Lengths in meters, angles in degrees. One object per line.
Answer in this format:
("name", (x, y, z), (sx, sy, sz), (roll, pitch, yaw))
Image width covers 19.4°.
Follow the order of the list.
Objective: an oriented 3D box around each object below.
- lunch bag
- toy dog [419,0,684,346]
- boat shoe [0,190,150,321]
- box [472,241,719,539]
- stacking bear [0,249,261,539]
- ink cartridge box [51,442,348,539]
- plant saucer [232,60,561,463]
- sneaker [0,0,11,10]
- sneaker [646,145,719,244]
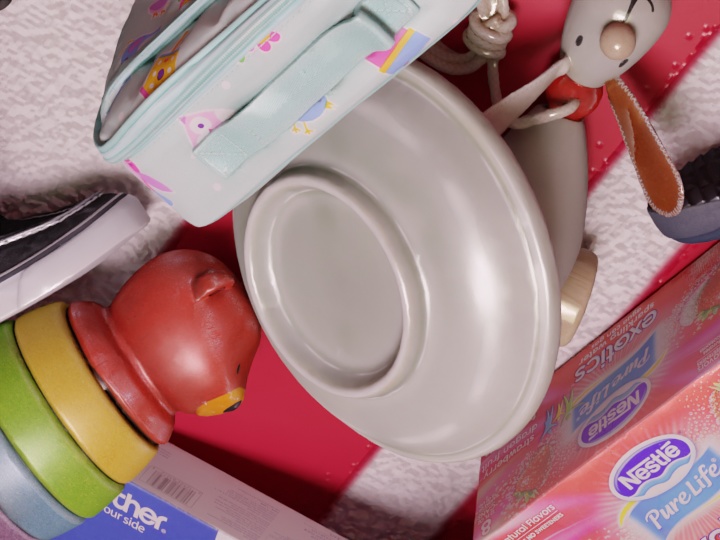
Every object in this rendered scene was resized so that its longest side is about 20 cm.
("lunch bag", (-0.023, -0.119, 0.869), (0.077, 0.161, 0.200), (39, 122, -19))
("toy dog", (0.079, -0.037, 0.952), (0.131, 0.097, 0.201), (2, 125, 6))
("boat shoe", (-0.200, -0.002, 1.032), (0.199, 0.072, 0.068), (-25, 96, 16))
("box", (0.158, 0.080, 1.025), (0.103, 0.095, 0.200), (39, 121, -18))
("stacking bear", (-0.137, 0.066, 1.030), (0.200, 0.121, 0.114), (-34, 74, 2))
("ink cartridge box", (-0.068, 0.162, 1.107), (0.199, 0.044, 0.094), (27, 126, 11))
("plant saucer", (0.000, 0.000, 0.950), (0.200, 0.050, 0.201), (22, 124, 38))
("sneaker", (-0.261, -0.140, 0.942), (0.199, 0.067, 0.091), (27, 121, -14))
("sneaker", (0.232, -0.032, 0.949), (0.199, 0.070, 0.082), (-16, 113, 19))
